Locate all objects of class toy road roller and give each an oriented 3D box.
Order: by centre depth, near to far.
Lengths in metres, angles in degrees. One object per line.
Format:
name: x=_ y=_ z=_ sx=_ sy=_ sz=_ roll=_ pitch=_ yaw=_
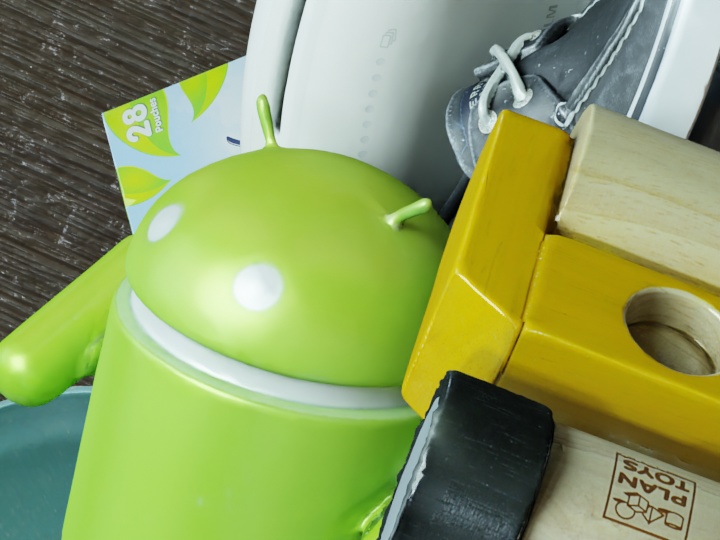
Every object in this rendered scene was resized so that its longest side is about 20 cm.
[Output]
toy road roller: x=0.063 y=0.065 z=0.666 sx=0.200 sy=0.123 sz=0.146 roll=-70 pitch=2 yaw=-48

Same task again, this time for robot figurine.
robot figurine: x=-0.029 y=0.051 z=0.769 sx=0.116 sy=0.175 sz=0.200 roll=-12 pitch=-56 yaw=-47

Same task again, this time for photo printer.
photo printer: x=0.045 y=-0.096 z=0.843 sx=0.200 sy=0.069 sz=0.166 roll=-15 pitch=-50 yaw=-45

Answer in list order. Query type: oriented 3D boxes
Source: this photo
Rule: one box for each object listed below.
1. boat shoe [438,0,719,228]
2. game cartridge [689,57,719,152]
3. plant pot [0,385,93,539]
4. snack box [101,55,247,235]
boat shoe: x=0.061 y=-0.044 z=0.771 sx=0.072 sy=0.068 sz=0.200 roll=-71 pitch=5 yaw=-45
game cartridge: x=0.156 y=-0.115 z=0.799 sx=0.133 sy=0.040 sz=0.200 roll=-64 pitch=-1 yaw=-79
plant pot: x=-0.131 y=0.156 z=0.912 sx=0.200 sy=0.134 sz=0.200 roll=-20 pitch=24 yaw=10
snack box: x=0.000 y=0.000 z=0.987 sx=0.068 sy=0.169 sz=0.200 roll=54 pitch=-162 yaw=-61
